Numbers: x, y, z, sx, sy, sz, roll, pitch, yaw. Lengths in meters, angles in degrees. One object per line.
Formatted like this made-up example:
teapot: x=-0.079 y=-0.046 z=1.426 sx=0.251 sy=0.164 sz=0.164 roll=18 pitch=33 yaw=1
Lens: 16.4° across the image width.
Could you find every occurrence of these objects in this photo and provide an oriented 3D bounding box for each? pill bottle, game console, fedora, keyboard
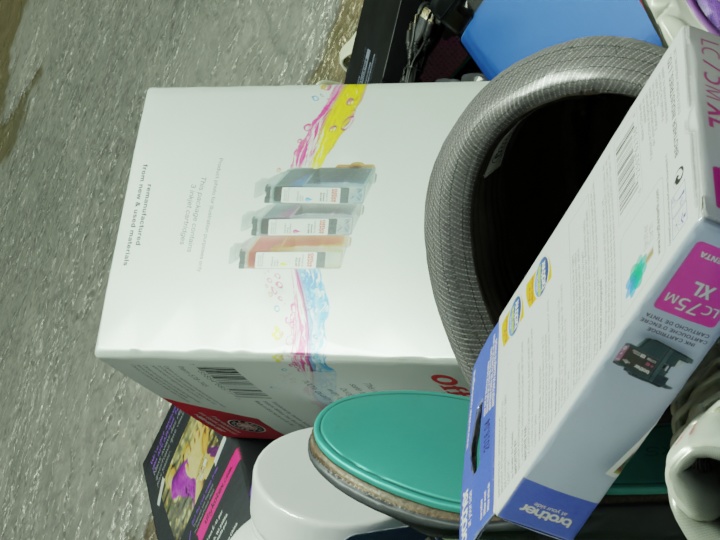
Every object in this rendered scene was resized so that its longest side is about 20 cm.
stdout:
pill bottle: x=-0.016 y=0.180 z=1.206 sx=0.111 sy=0.111 sz=0.200 roll=-110 pitch=21 yaw=-58
game console: x=0.140 y=-0.179 z=1.290 sx=0.200 sy=0.118 sz=0.171 roll=-51 pitch=-2 yaw=32
fedora: x=0.122 y=-0.014 z=1.073 sx=0.176 sy=0.200 sz=0.090 roll=-8 pitch=21 yaw=28
keyboard: x=0.015 y=-0.101 z=1.406 sx=0.127 sy=0.021 sz=0.201 roll=-132 pitch=53 yaw=-69

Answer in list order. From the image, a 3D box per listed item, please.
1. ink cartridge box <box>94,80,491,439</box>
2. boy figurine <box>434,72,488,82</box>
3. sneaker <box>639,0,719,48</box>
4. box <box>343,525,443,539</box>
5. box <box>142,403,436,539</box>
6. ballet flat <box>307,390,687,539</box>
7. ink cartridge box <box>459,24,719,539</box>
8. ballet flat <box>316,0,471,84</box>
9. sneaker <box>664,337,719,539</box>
ink cartridge box: x=0.000 y=0.000 z=1.225 sx=0.199 sy=0.145 sz=0.145 roll=2 pitch=70 yaw=26
boy figurine: x=0.045 y=-0.002 z=1.349 sx=0.124 sy=0.064 sz=0.200 roll=6 pitch=76 yaw=66
sneaker: x=0.156 y=-0.165 z=1.160 sx=0.083 sy=0.081 sz=0.200 roll=-26 pitch=59 yaw=7
box: x=0.014 y=0.209 z=1.144 sx=0.032 sy=0.121 sz=0.200 roll=32 pitch=115 yaw=41
box: x=-0.036 y=0.136 z=1.359 sx=0.106 sy=0.122 sz=0.200 roll=-64 pitch=22 yaw=24
ballet flat: x=0.076 y=0.096 z=1.053 sx=0.073 sy=0.199 sz=0.073 roll=3 pitch=-90 yaw=-73
ink cartridge box: x=0.096 y=0.017 z=0.966 sx=0.119 sy=0.042 sz=0.200 roll=-85 pitch=21 yaw=-49
ballet flat: x=0.014 y=-0.109 z=1.498 sx=0.200 sy=0.071 sz=0.069 roll=-57 pitch=24 yaw=37
sneaker: x=0.148 y=0.060 z=0.938 sx=0.078 sy=0.099 sz=0.200 roll=-54 pitch=41 yaw=25
